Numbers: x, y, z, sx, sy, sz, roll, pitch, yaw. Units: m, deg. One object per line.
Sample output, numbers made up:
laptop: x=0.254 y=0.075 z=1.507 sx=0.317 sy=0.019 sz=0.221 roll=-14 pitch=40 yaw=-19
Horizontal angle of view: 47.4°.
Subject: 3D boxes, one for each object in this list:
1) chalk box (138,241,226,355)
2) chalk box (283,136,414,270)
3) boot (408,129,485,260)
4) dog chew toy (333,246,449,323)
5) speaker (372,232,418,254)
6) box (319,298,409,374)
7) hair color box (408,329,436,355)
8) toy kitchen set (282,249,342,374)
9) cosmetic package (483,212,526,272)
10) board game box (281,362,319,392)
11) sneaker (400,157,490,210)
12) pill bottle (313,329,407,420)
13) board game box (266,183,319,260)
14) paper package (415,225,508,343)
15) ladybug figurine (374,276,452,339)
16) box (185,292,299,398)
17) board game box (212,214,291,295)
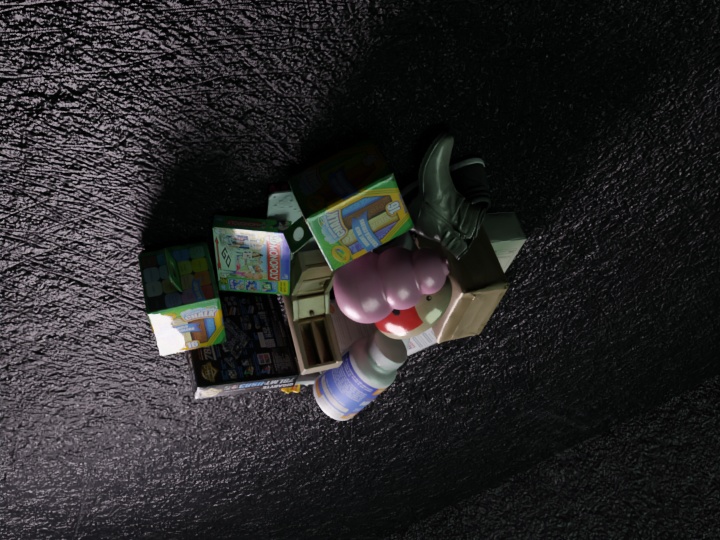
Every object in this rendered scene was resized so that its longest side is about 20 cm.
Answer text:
chalk box: x=-0.310 y=0.038 z=1.421 sx=0.122 sy=0.126 sz=0.201 roll=-11 pitch=150 yaw=-12
chalk box: x=-0.036 y=-0.099 z=1.326 sx=0.198 sy=0.125 sz=0.125 roll=-27 pitch=133 yaw=-2
boot: x=0.160 y=-0.127 z=1.391 sx=0.068 sy=0.130 sz=0.202 roll=-35 pitch=146 yaw=-51
dog chew toy: x=0.056 y=0.016 z=1.406 sx=0.198 sy=0.126 sz=0.125 roll=-15 pitch=151 yaw=16
speaker: x=0.059 y=-0.048 z=1.519 sx=0.080 sy=0.082 sz=0.200 roll=-23 pitch=159 yaw=7
box: x=-0.007 y=0.127 z=1.746 sx=0.197 sy=0.126 sz=0.098 roll=-12 pitch=148 yaw=-11
hair color box: x=0.175 y=0.117 z=1.897 sx=0.198 sy=0.061 sz=0.099 roll=-26 pitch=148 yaw=10
toy kitchen set: x=-0.041 y=0.069 z=1.556 sx=0.161 sy=0.183 sz=0.200 roll=-10 pitch=161 yaw=-18
cosmetic package: x=0.251 y=-0.029 z=1.694 sx=0.104 sy=0.072 sz=0.201 roll=-5 pitch=147 yaw=-21
board game box: x=-0.126 y=0.235 z=1.814 sx=0.198 sy=0.026 sz=0.199 roll=5 pitch=-177 yaw=-34
sneaker: x=0.144 y=-0.116 z=1.468 sx=0.198 sy=0.100 sz=0.071 roll=-26 pitch=151 yaw=16
pill bottle: x=0.003 y=0.205 z=1.643 sx=0.111 sy=0.113 sz=0.200 roll=11 pitch=137 yaw=-40
board game box: x=-0.074 y=-0.092 z=1.458 sx=0.197 sy=0.026 sz=0.201 roll=-9 pitch=148 yaw=-16
paper package: x=0.182 y=0.007 z=1.587 sx=0.102 sy=0.202 sz=0.192 roll=-8 pitch=147 yaw=-19
ladybug figurine: x=0.082 y=0.054 z=1.512 sx=0.071 sy=0.137 sz=0.199 roll=28 pitch=147 yaw=-31
box: x=-0.235 y=0.135 z=1.559 sx=0.196 sy=0.202 sz=0.050 roll=-5 pitch=145 yaw=-24
board game box: x=-0.190 y=-0.024 z=1.461 sx=0.133 sy=0.029 sz=0.201 roll=5 pitch=146 yaw=-2
